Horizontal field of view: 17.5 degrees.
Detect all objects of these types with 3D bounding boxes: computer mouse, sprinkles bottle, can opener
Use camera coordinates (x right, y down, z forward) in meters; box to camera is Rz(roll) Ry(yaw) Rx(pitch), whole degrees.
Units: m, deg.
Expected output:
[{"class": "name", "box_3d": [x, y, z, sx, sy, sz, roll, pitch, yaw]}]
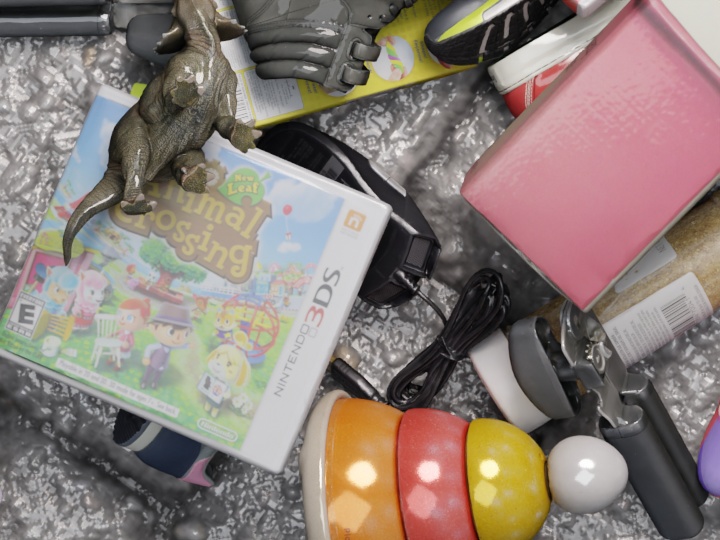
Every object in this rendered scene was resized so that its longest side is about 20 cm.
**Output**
[{"class": "computer mouse", "box_3d": [0.000, 0.000, 1.532, 0.200, 0.046, 0.141, 39, 119, 12]}, {"class": "sprinkles bottle", "box_3d": [0.169, 0.028, 1.517, 0.200, 0.068, 0.068, -32, 92, 2]}, {"class": "can opener", "box_3d": [0.157, 0.096, 1.492, 0.067, 0.053, 0.200, -11, 129, 27]}, {"class": "can opener", "box_3d": [-0.178, -0.169, 1.515, 0.199, 0.067, 0.053, 3, 137, 3]}]

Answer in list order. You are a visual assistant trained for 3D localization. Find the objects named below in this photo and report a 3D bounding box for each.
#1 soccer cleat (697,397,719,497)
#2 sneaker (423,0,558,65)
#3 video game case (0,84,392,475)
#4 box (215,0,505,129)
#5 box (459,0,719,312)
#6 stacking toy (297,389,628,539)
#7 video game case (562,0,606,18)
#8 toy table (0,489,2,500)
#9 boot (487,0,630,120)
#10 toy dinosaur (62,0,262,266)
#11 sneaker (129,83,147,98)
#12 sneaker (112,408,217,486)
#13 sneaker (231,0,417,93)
[{"class": "soccer cleat", "box_3d": [0.270, 0.052, 1.509, 0.076, 0.067, 0.200, 37, 89, -32]}, {"class": "sneaker", "box_3d": [0.102, -0.211, 1.496, 0.081, 0.074, 0.200, 39, 69, 12]}, {"class": "video game case", "box_3d": [-0.106, 0.005, 1.457, 0.199, 0.022, 0.183, 23, 89, 3]}, {"class": "box", "box_3d": [-0.011, -0.166, 1.500, 0.199, 0.048, 0.118, -16, 93, -15]}, {"class": "box", "box_3d": [0.168, -0.089, 1.422, 0.109, 0.128, 0.200, 43, 102, -2]}, {"class": "stacking toy", "box_3d": [0.070, 0.141, 1.472, 0.199, 0.146, 0.147, -6, 93, 13]}, {"class": "video game case", "box_3d": [0.122, -0.267, 1.474, 0.143, 0.017, 0.200, -39, 71, -16]}, {"class": "toy table", "box_3d": [-0.346, 0.151, 1.494, 0.200, 0.184, 0.117, -35, 109, -5]}, {"class": "boot", "box_3d": [0.202, -0.122, 1.511, 0.200, 0.072, 0.145, -32, 95, 8]}, {"class": "toy dinosaur", "box_3d": [-0.115, -0.086, 1.412, 0.077, 0.102, 0.200, 20, 108, -21]}, {"class": "sneaker", "box_3d": [-0.166, -0.023, 1.514, 0.071, 0.083, 0.201, 9, 93, 1]}, {"class": "sneaker", "box_3d": [-0.070, 0.057, 1.523, 0.082, 0.070, 0.200, 38, 107, -25]}, {"class": "sneaker", "box_3d": [0.017, -0.162, 1.431, 0.199, 0.071, 0.100, -7, 95, 9]}]
